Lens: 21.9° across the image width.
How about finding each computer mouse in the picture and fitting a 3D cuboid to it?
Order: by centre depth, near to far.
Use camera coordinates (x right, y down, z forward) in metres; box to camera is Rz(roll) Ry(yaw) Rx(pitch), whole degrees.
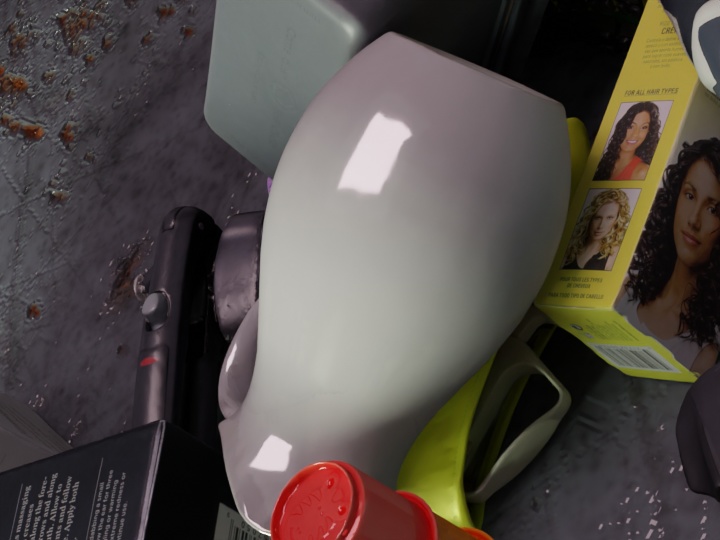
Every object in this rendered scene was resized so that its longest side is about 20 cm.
[{"bbox_3d":[0.150,0.075,0.674,0.058,0.034,0.200,-18,19,6],"label":"computer mouse"}]

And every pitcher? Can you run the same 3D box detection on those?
[{"bbox_3d":[0.000,0.000,0.801,0.172,0.121,0.201,39,108,60],"label":"pitcher"}]

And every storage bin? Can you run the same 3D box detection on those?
[{"bbox_3d":[-0.005,-0.133,0.873,0.145,0.200,0.134,39,62,13],"label":"storage bin"}]

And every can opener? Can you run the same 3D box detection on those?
[{"bbox_3d":[-0.094,0.054,0.987,0.078,0.063,0.201,-20,50,43],"label":"can opener"}]

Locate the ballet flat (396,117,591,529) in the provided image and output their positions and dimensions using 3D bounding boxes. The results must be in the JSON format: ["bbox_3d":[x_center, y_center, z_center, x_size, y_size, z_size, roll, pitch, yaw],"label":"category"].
[{"bbox_3d":[0.074,0.030,0.841,0.067,0.067,0.201,25,84,30],"label":"ballet flat"}]

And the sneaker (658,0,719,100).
[{"bbox_3d":[0.180,-0.170,0.736,0.130,0.079,0.200,52,122,41],"label":"sneaker"}]

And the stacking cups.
[{"bbox_3d":[0.042,0.129,0.678,0.060,0.200,0.061,-26,48,33],"label":"stacking cups"}]

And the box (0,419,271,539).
[{"bbox_3d":[-0.117,0.166,0.860,0.199,0.148,0.108,-20,49,36],"label":"box"}]

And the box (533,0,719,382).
[{"bbox_3d":[0.146,-0.057,0.812,0.050,0.075,0.201,2,65,49],"label":"box"}]

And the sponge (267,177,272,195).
[{"bbox_3d":[0.003,-0.025,0.972,0.111,0.030,0.201,-32,43,25],"label":"sponge"}]

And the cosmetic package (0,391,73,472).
[{"bbox_3d":[-0.258,0.129,0.992,0.167,0.200,0.167,26,82,51],"label":"cosmetic package"}]

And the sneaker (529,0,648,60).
[{"bbox_3d":[0.108,-0.157,0.937,0.199,0.078,0.086,17,68,41],"label":"sneaker"}]
